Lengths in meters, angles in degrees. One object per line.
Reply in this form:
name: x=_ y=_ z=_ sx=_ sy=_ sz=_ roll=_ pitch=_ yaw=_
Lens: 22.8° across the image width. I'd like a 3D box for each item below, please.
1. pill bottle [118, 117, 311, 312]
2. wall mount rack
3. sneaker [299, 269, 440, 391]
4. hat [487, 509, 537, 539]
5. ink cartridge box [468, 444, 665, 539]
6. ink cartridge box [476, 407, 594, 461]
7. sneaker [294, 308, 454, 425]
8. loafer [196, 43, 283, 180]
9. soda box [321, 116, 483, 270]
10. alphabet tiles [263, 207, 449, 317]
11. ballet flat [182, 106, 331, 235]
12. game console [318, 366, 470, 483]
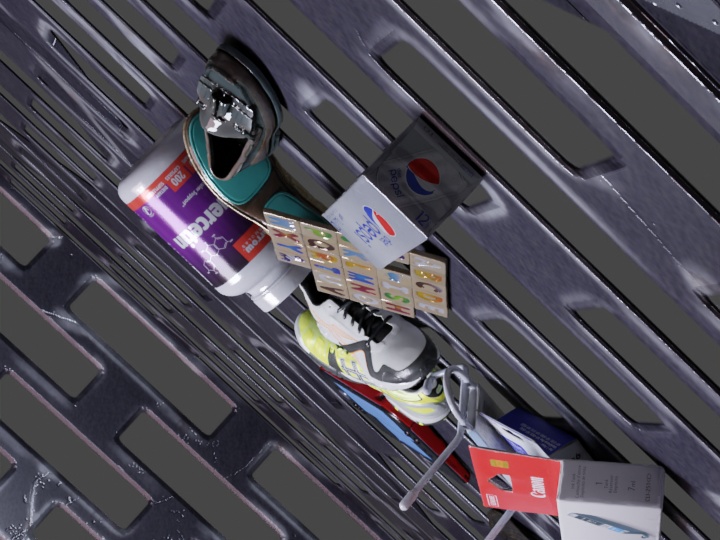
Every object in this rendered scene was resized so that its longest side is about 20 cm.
pill bottle: x=-0.142 y=-0.053 z=1.816 sx=0.200 sy=0.112 sz=0.112 roll=44 pitch=169 yaw=-11
wall mount rack: x=0.110 y=0.197 z=1.797 sx=0.075 sy=0.174 sz=0.200 roll=-22 pitch=126 yaw=28
sneaker: x=0.003 y=0.058 z=1.845 sx=0.200 sy=0.074 sz=0.080 roll=30 pitch=161 yaw=46
hat: x=0.226 y=0.416 z=2.403 sx=0.201 sy=0.081 sz=0.201 roll=40 pitch=170 yaw=9
ink cartridge box: x=0.192 y=0.220 z=1.663 sx=0.176 sy=0.045 sz=0.200 roll=4 pitch=158 yaw=11
ink cartridge box: x=0.203 y=0.198 z=1.781 sx=0.200 sy=0.039 sz=0.099 roll=48 pitch=167 yaw=-35
sneaker: x=0.017 y=0.090 z=1.950 sx=0.200 sy=0.075 sz=0.076 roll=28 pitch=158 yaw=16
loafer: x=-0.109 y=-0.128 z=1.548 sx=0.072 sy=0.063 sz=0.200 roll=39 pitch=169 yaw=12
soda box: x=0.029 y=-0.055 z=1.357 sx=0.068 sy=0.063 sz=0.200 roll=44 pitch=168 yaw=-2
alphabet tiles: x=0.000 y=0.000 z=1.635 sx=0.167 sy=0.008 sz=0.200 roll=16 pitch=163 yaw=8
ballet flat: x=-0.095 y=-0.077 z=1.694 sx=0.200 sy=0.071 sz=0.065 roll=48 pitch=179 yaw=-12
game console: x=0.042 y=0.196 z=2.339 sx=0.200 sy=0.031 sz=0.177 roll=29 pitch=162 yaw=52
